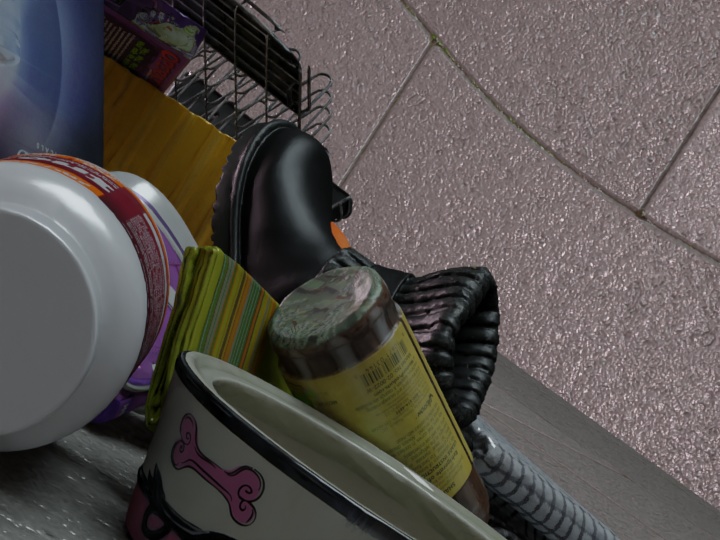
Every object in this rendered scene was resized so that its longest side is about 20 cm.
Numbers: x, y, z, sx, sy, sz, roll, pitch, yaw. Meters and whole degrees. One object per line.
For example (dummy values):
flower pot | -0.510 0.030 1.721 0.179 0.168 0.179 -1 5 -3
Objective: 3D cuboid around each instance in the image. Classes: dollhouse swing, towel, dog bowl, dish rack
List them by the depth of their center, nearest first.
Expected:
dog bowl | -0.010 0.117 1.035 0.200 0.074 0.200 33 3 -2
towel | -0.049 0.061 1.170 0.018 0.087 0.200 10 -16 23
dollhouse swing | -0.139 -0.044 1.435 0.199 0.182 0.176 33 -17 -11
towel | 0.039 0.116 1.442 0.200 0.086 0.165 40 1 42
dish rack | -0.075 -0.116 1.567 0.153 0.055 0.200 37 -29 22

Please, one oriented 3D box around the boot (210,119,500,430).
boot | 0.001 0.002 1.374 0.157 0.212 0.079 -9 -33 23

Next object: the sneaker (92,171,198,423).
sneaker | -0.095 0.062 1.233 0.201 0.072 0.114 51 36 -19

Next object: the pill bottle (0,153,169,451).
pill bottle | -0.138 0.011 1.006 0.113 0.113 0.200 33 3 -3

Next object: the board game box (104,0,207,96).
board game box | -0.179 -0.137 1.569 0.120 0.032 0.200 36 -26 -8

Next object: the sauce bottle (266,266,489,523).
sauce bottle | 0.021 0.094 1.178 0.201 0.065 0.065 64 -11 -25

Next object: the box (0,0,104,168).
box | -0.228 -0.129 1.249 0.123 0.200 0.200 -12 -22 29

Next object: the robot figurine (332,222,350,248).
robot figurine | -0.089 -0.014 1.808 0.199 0.144 0.117 33 26 0
